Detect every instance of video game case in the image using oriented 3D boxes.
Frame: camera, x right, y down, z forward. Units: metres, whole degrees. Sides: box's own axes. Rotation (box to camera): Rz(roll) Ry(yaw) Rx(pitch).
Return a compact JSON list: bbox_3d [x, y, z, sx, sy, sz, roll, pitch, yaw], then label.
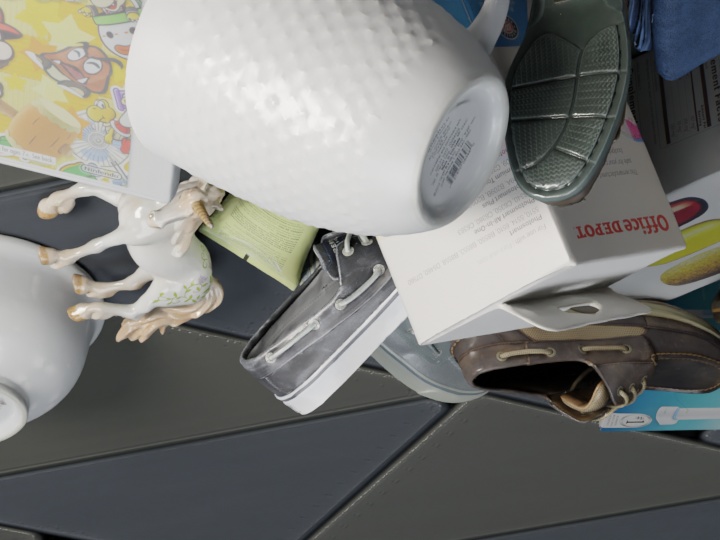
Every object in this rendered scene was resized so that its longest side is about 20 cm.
[{"bbox_3d":[-0.195,-0.132,1.545,0.199,0.023,0.182,14,134,5],"label":"video game case"}]

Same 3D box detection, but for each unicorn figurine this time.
[{"bbox_3d":[-0.141,-0.019,1.788,0.137,0.074,0.200,-10,160,9],"label":"unicorn figurine"}]

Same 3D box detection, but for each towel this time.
[{"bbox_3d":[0.201,-0.197,1.512,0.111,0.049,0.200,-29,151,-14],"label":"towel"}]

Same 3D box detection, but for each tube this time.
[{"bbox_3d":[-0.046,-0.055,1.750,0.052,0.058,0.200,-12,155,-26],"label":"tube"}]

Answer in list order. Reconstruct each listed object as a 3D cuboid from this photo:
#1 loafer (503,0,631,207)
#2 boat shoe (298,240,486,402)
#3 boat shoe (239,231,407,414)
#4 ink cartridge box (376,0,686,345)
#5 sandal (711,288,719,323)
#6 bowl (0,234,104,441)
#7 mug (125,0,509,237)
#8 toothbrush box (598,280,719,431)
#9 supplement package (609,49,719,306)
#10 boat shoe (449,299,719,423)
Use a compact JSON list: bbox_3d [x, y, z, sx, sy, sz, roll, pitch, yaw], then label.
[{"bbox_3d":[0.124,-0.126,1.502,0.072,0.201,0.063,-2,162,23],"label":"loafer"},{"bbox_3d":[0.044,0.032,1.874,0.071,0.070,0.201,-22,141,34],"label":"boat shoe"},{"bbox_3d":[0.000,0.000,1.768,0.068,0.072,0.200,39,99,-22],"label":"boat shoe"},{"bbox_3d":[0.086,-0.051,1.585,0.125,0.201,0.128,-29,167,37],"label":"ink cartridge box"},{"bbox_3d":[0.270,-0.013,1.753,0.081,0.200,0.055,-12,106,23],"label":"sandal"},{"bbox_3d":[-0.278,0.062,1.881,0.200,0.091,0.201,-2,149,-1],"label":"bowl"},{"bbox_3d":[-0.001,-0.117,1.478,0.175,0.200,0.148,26,160,27],"label":"mug"},{"bbox_3d":[0.270,0.044,1.896,0.199,0.086,0.147,0,149,-2],"label":"toothbrush box"},{"bbox_3d":[0.180,-0.055,1.704,0.200,0.110,0.114,-25,143,31],"label":"supplement package"},{"bbox_3d":[0.144,0.062,1.717,0.199,0.074,0.075,8,148,-18],"label":"boat shoe"}]
